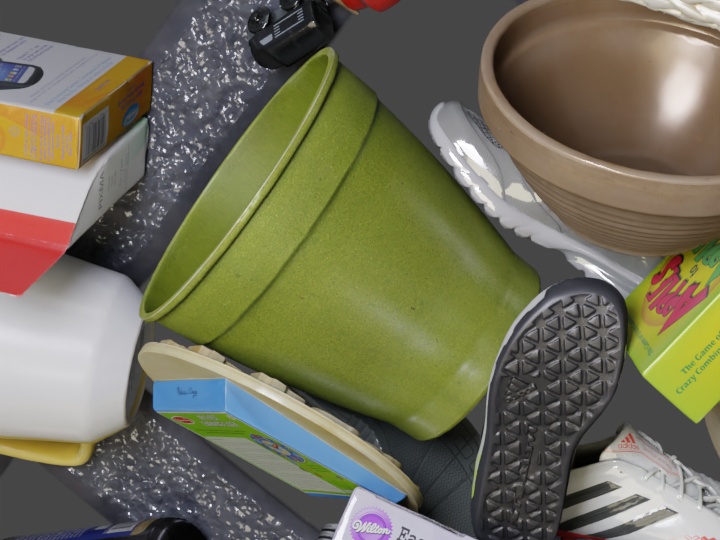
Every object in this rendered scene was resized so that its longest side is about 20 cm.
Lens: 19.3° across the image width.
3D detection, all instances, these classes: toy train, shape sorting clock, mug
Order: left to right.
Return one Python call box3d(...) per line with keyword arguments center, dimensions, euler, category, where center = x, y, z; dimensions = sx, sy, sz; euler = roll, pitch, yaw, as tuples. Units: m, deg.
box3d(center=(-0.219, 0.051, 1.432), dimensions=(0.153, 0.187, 0.150), euler=(11, 83, 4), category="mug")
box3d(center=(-0.049, 0.097, 1.314), dimensions=(0.199, 0.200, 0.039), euler=(24, 76, 8), category="shape sorting clock")
box3d(center=(0.010, -0.180, 1.285), dimensions=(0.200, 0.046, 0.034), euler=(-31, 138, 26), category="toy train")

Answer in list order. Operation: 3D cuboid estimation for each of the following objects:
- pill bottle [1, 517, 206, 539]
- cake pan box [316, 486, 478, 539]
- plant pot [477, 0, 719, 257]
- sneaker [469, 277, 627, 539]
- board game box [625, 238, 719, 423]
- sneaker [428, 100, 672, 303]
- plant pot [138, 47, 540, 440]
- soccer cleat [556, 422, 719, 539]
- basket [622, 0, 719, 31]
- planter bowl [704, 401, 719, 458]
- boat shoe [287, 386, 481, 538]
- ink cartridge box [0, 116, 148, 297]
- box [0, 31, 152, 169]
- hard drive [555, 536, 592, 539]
box3d(center=(-0.208, 0.240, 1.500), dimensions=(0.199, 0.112, 0.112), euler=(-10, 109, 22), category="pill bottle")
box3d(center=(0.066, 0.202, 1.325), dimensions=(0.199, 0.184, 0.052), euler=(25, 75, 1), category="cake pan box")
box3d(center=(0.162, -0.074, 1.205), dimensions=(0.200, 0.201, 0.093), euler=(16, 130, 11), category="plant pot")
box3d(center=(0.105, 0.078, 1.267), dimensions=(0.071, 0.083, 0.200), euler=(17, 120, -2), category="sneaker")
box3d(center=(0.235, -0.014, 1.215), dimensions=(0.048, 0.102, 0.200), euler=(41, 99, -16), category="board game box")
box3d(center=(0.133, -0.051, 1.300), dimensions=(0.200, 0.075, 0.082), euler=(34, 102, -3), category="sneaker")
box3d(center=(0.000, 0.000, 1.301), dimensions=(0.193, 0.201, 0.200), euler=(35, 119, -13), category="plant pot")
box3d(center=(0.185, 0.140, 1.331), dimensions=(0.199, 0.069, 0.085), euler=(9, 113, 16), category="soccer cleat")
box3d(center=(0.228, -0.202, 1.160), dimensions=(0.199, 0.136, 0.124), euler=(20, 121, 9), category="basket")
box3d(center=(0.292, 0.082, 1.256), dimensions=(0.200, 0.135, 0.201), euler=(7, 114, 16), category="planter bowl")
box3d(center=(0.015, 0.107, 1.398), dimensions=(0.202, 0.074, 0.065), euler=(42, 159, -2), category="boat shoe")
box3d(center=(-0.244, -0.057, 1.337), dimensions=(0.160, 0.200, 0.050), euler=(11, 115, 13), category="ink cartridge box")
box3d(center=(-0.247, -0.118, 1.358), dimensions=(0.199, 0.119, 0.042), euler=(10, 115, 14), category="box")
box3d(center=(0.126, 0.225, 1.432), dimensions=(0.132, 0.026, 0.200), euler=(31, 119, 4), category="hard drive")
